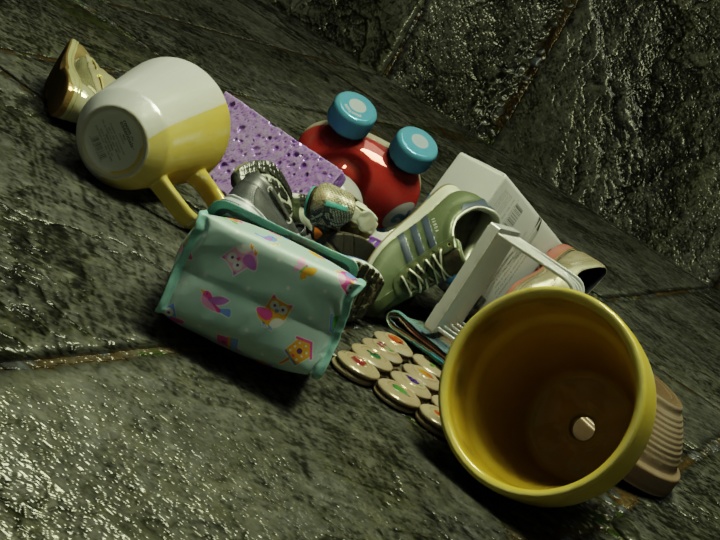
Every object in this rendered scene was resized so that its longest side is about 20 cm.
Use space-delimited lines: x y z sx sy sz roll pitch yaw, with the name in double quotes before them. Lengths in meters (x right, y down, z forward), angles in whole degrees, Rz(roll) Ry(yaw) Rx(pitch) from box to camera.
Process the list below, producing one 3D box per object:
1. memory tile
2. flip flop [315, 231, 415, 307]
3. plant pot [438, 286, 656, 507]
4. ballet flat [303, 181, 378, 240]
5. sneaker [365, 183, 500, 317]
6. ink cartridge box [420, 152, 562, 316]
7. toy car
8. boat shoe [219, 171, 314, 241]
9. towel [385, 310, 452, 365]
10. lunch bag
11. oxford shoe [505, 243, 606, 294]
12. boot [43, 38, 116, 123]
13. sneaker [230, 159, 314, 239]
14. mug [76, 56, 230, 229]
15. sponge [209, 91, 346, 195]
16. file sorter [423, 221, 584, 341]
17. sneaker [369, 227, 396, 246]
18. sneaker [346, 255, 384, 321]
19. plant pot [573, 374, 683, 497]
"memory tile" 0.058 0.116 1.585 0.153 0.017 0.200 33 13 10
"flip flop" 0.000 0.000 1.777 0.057 0.081 0.200 17 3 35
"plant pot" 0.197 0.136 1.465 0.201 0.201 0.189 37 0 28
"ballet flat" -0.017 -0.061 1.763 0.075 0.068 0.200 16 -2 6
"sneaker" 0.082 -0.018 1.738 0.090 0.200 0.067 22 -29 40
"ink cartridge box" 0.153 -0.031 1.897 0.084 0.145 0.200 32 -7 39
"toy car" -0.021 -0.087 1.938 0.177 0.184 0.200 29 42 -7
"boat shoe" -0.079 -0.025 1.538 0.070 0.066 0.200 13 -29 40
"towel" 0.125 0.098 1.741 0.147 0.022 0.200 36 10 28
"lunch bag" -0.092 0.016 1.416 0.170 0.122 0.200 24 2 -4
"oxford shoe" 0.234 0.042 1.890 0.075 0.200 0.071 20 -35 36
"boot" -0.309 -0.212 1.879 0.155 0.073 0.200 24 16 -22
"sneaker" -0.117 -0.063 1.709 0.200 0.088 0.077 45 37 -65
"mug" -0.227 -0.149 1.694 0.186 0.150 0.153 26 20 10
"sponge" -0.127 -0.128 1.881 0.200 0.112 0.030 35 -12 21
"file sorter" 0.175 0.038 1.740 0.124 0.139 0.200 34 7 10
"sneaker" 0.040 -0.003 1.908 0.200 0.081 0.084 -1 50 -53
"sneaker" -0.061 -0.007 1.651 0.200 0.079 0.089 21 19 -34
"plant pot" 0.303 0.159 1.734 0.201 0.093 0.201 35 14 -10
